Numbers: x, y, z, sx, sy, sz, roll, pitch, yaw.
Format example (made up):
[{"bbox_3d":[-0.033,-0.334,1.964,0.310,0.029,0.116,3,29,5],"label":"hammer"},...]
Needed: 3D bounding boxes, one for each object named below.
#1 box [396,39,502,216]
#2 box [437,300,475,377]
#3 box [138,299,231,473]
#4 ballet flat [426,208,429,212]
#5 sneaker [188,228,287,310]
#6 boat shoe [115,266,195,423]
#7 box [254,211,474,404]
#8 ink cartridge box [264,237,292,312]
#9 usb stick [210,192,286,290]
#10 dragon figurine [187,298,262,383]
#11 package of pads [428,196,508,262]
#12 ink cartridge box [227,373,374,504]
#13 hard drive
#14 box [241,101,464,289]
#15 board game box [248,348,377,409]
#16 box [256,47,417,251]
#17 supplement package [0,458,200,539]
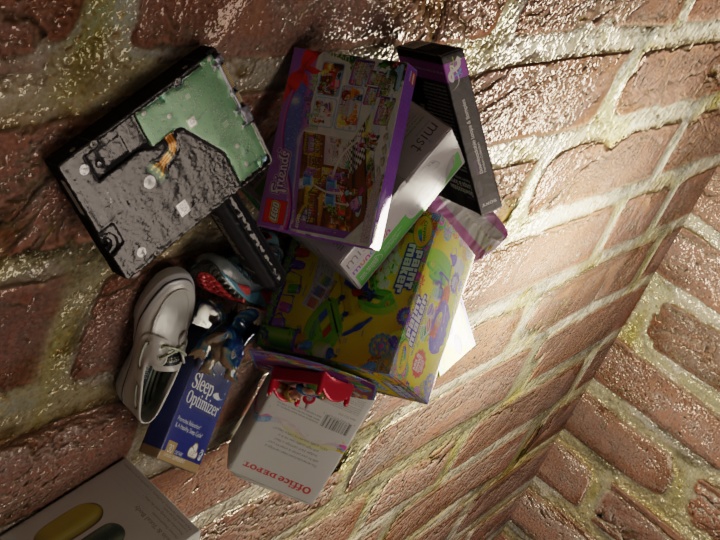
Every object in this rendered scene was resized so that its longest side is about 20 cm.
[{"bbox_3d":[0.107,-0.176,1.385,0.036,0.143,0.201,-20,111,-14],"label":"box"},{"bbox_3d":[0.102,0.082,1.631,0.048,0.118,0.200,-14,-174,27],"label":"box"},{"bbox_3d":[-0.203,0.146,1.420,0.121,0.032,0.201,49,57,-66],"label":"box"},{"bbox_3d":[0.058,-0.146,1.439,0.067,0.062,0.201,-35,123,-47],"label":"ballet flat"},{"bbox_3d":[-0.140,-0.010,1.376,0.096,0.079,0.200,-71,160,-3],"label":"sneaker"},{"bbox_3d":[-0.227,0.091,1.318,0.073,0.067,0.201,-7,133,-37],"label":"boat shoe"},{"bbox_3d":[0.008,0.033,1.380,0.122,0.192,0.201,43,62,-55],"label":"box"},{"bbox_3d":[-0.074,0.027,1.552,0.109,0.050,0.201,-21,142,-52],"label":"ink cartridge box"},{"bbox_3d":[-0.138,-0.053,1.242,0.033,0.055,0.200,-53,138,-24],"label":"usb stick"},{"bbox_3d":[-0.156,0.068,1.340,0.200,0.058,0.100,80,25,-67],"label":"dragon figurine"},{"bbox_3d":[0.114,-0.058,1.592,0.076,0.121,0.200,-41,-175,-20],"label":"package of pads"},{"bbox_3d":[-0.089,0.223,1.664,0.201,0.144,0.085,-60,-164,15],"label":"ink cartridge box"},{"bbox_3d":[-0.190,-0.107,1.103,0.200,0.038,0.140,-42,127,-22],"label":"hard drive"},{"bbox_3d":[-0.011,-0.115,1.314,0.200,0.176,0.097,-51,156,-6],"label":"box"},{"bbox_3d":[-0.061,0.144,1.371,0.200,0.157,0.039,96,10,-76],"label":"board game box"},{"bbox_3d":[-0.025,-0.132,1.227,0.039,0.136,0.202,15,87,-69],"label":"box"},{"bbox_3d":[-0.331,0.376,1.431,0.200,0.151,0.151,-30,147,-41],"label":"supplement package"}]
